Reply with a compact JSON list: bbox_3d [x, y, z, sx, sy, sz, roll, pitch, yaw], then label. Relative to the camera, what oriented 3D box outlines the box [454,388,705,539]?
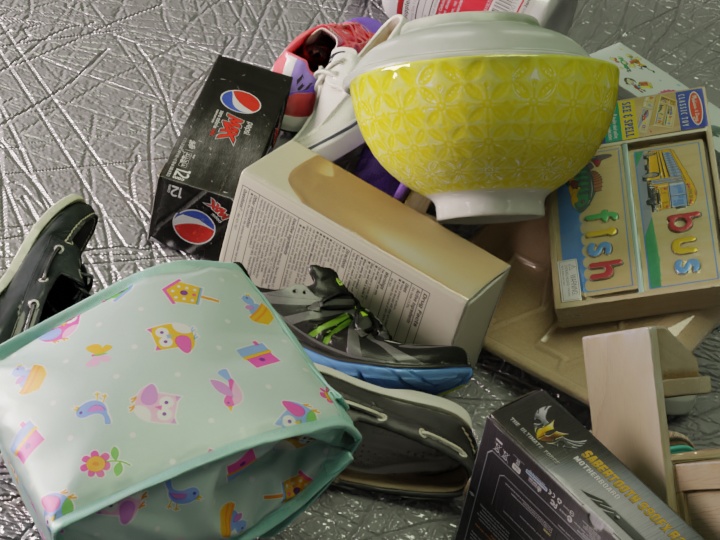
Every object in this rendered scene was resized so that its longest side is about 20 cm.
[{"bbox_3d":[0.143,0.194,1.214,0.048,0.159,0.200,-22,50,-32],"label":"box"}]

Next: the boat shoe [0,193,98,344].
[{"bbox_3d":[-0.216,0.022,1.377,0.066,0.075,0.199,24,36,6],"label":"boat shoe"}]

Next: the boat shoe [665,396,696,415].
[{"bbox_3d":[0.217,0.029,1.553,0.071,0.064,0.200,5,37,-18],"label":"boat shoe"}]

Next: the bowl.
[{"bbox_3d":[0.093,-0.091,1.472,0.200,0.108,0.200,-3,-3,0],"label":"bowl"}]

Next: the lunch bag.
[{"bbox_3d":[-0.120,0.094,1.243,0.200,0.122,0.170,-26,48,-15],"label":"lunch bag"}]

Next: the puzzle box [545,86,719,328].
[{"bbox_3d":[0.207,-0.050,1.506,0.133,0.025,0.200,-9,50,9],"label":"puzzle box"}]

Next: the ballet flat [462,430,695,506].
[{"bbox_3d":[0.141,0.140,1.385,0.200,0.068,0.067,-1,19,-32],"label":"ballet flat"}]

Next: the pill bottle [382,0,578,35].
[{"bbox_3d":[0.093,-0.262,1.858,0.200,0.112,0.112,28,37,15],"label":"pill bottle"}]

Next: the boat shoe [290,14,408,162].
[{"bbox_3d":[-0.010,-0.150,1.661,0.200,0.071,0.070,-44,109,-37],"label":"boat shoe"}]

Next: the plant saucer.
[{"bbox_3d":[0.085,-0.165,1.531,0.200,0.050,0.200,-3,-3,0],"label":"plant saucer"}]

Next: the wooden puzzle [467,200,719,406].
[{"bbox_3d":[0.175,0.014,1.511,0.200,0.046,0.185,31,66,34],"label":"wooden puzzle"}]

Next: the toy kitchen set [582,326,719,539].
[{"bbox_3d":[0.237,0.114,1.280,0.180,0.164,0.200,-5,-5,-29],"label":"toy kitchen set"}]

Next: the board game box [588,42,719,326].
[{"bbox_3d":[0.248,-0.071,1.630,0.200,0.148,0.064,38,41,26],"label":"board game box"}]

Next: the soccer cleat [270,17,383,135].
[{"bbox_3d":[-0.021,-0.187,1.741,0.068,0.073,0.200,27,37,15],"label":"soccer cleat"}]

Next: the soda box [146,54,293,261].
[{"bbox_3d":[-0.109,-0.091,1.582,0.071,0.063,0.200,17,36,0],"label":"soda box"}]

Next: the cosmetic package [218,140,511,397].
[{"bbox_3d":[0.000,0.000,1.471,0.200,0.105,0.071,32,37,17],"label":"cosmetic package"}]

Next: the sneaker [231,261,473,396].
[{"bbox_3d":[-0.016,0.040,1.403,0.199,0.071,0.083,15,75,12],"label":"sneaker"}]

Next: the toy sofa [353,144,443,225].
[{"bbox_3d":[0.033,-0.068,1.593,0.097,0.083,0.200,22,35,5],"label":"toy sofa"}]

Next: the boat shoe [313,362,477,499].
[{"bbox_3d":[-0.016,0.113,1.341,0.200,0.074,0.060,14,32,-16],"label":"boat shoe"}]
